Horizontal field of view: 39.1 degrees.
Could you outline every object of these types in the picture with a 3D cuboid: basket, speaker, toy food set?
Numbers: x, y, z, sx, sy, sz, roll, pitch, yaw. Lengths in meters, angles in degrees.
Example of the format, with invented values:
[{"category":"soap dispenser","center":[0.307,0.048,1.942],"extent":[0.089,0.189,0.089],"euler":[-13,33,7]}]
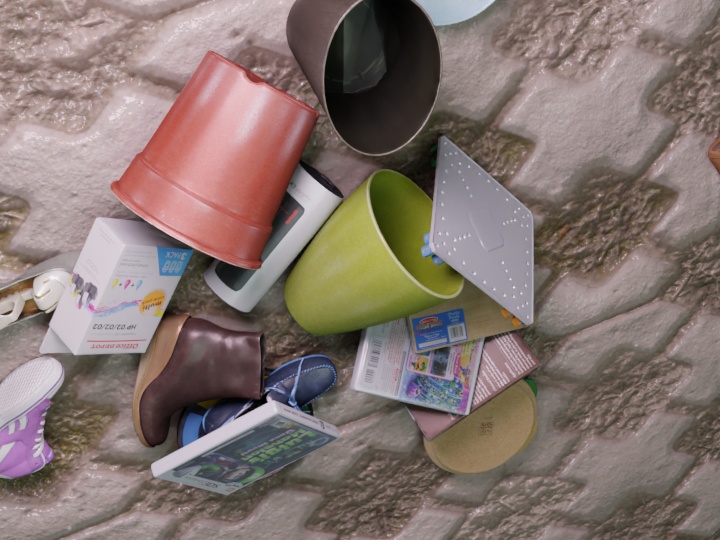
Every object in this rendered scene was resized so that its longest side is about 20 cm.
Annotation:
[{"category":"basket","center":[-0.007,-0.252,1.156],"extent":[0.135,0.200,0.181],"euler":[-9,121,-16]},{"category":"speaker","center":[-0.111,-0.045,1.305],"extent":[0.081,0.081,0.200],"euler":[34,103,-32]},{"category":"toy food set","center":[0.189,0.233,1.589],"extent":[0.199,0.049,0.199],"euler":[-17,122,-10]}]

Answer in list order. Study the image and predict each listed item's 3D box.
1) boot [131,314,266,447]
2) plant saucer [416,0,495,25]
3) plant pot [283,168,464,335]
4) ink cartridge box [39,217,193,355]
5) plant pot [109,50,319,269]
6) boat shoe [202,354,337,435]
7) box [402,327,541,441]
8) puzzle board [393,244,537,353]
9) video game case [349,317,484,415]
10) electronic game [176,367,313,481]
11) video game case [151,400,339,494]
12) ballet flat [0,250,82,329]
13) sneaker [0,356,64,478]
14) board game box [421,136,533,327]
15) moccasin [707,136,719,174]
[{"category":"boot","center":[-0.214,0.160,1.352],"extent":[0.166,0.072,0.201],"euler":[10,109,7]},{"category":"plant saucer","center":[0.098,-0.396,1.211],"extent":[0.200,0.039,0.202],"euler":[-9,119,-16]},{"category":"plant pot","center":[0.000,0.000,1.318],"extent":[0.200,0.188,0.187],"euler":[-33,127,29]},{"category":"ink cartridge box","center":[-0.305,0.039,1.262],"extent":[0.115,0.068,0.200],"euler":[4,120,-53]},{"category":"plant pot","center":[-0.156,-0.135,1.182],"extent":[0.200,0.201,0.196],"euler":[26,99,-30]},{"category":"boat shoe","center":[-0.116,0.190,1.399],"extent":[0.200,0.069,0.084],"euler":[-32,117,-5]},{"category":"box","center":[0.156,0.157,1.494],"extent":[0.200,0.075,0.100],"euler":[-33,79,-1]},{"category":"puzzle board","center":[0.149,0.022,1.429],"extent":[0.199,0.017,0.151],"euler":[-12,93,-21]},{"category":"video game case","center":[0.090,0.088,1.423],"extent":[0.181,0.024,0.201],"euler":[15,82,-21]},{"category":"electronic game","center":[-0.164,0.226,1.459],"extent":[0.199,0.042,0.201],"euler":[-9,120,-16]},{"category":"video game case","center":[-0.152,0.246,1.379],"extent":[0.200,0.023,0.182],"euler":[-29,151,15]},{"category":"ballet flat","center":[-0.410,0.037,1.251],"extent":[0.199,0.064,0.068],"euler":[-22,123,-8]},{"category":"sneaker","center":[-0.432,0.198,1.334],"extent":[0.200,0.073,0.114],"euler":[-40,128,17]},{"category":"board game box","center":[0.158,-0.050,1.342],"extent":[0.200,0.201,0.026],"euler":[36,134,-30]},{"category":"moccasin","center":[0.601,-0.128,1.521],"extent":[0.074,0.078,0.201],"euler":[-41,123,5]}]
